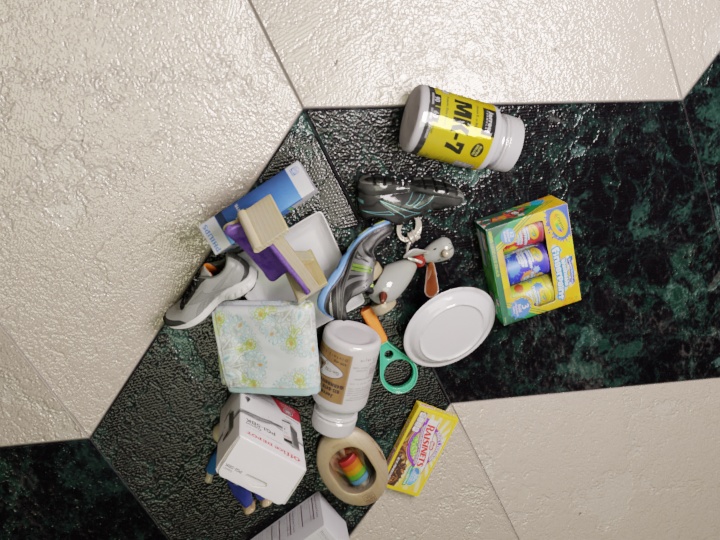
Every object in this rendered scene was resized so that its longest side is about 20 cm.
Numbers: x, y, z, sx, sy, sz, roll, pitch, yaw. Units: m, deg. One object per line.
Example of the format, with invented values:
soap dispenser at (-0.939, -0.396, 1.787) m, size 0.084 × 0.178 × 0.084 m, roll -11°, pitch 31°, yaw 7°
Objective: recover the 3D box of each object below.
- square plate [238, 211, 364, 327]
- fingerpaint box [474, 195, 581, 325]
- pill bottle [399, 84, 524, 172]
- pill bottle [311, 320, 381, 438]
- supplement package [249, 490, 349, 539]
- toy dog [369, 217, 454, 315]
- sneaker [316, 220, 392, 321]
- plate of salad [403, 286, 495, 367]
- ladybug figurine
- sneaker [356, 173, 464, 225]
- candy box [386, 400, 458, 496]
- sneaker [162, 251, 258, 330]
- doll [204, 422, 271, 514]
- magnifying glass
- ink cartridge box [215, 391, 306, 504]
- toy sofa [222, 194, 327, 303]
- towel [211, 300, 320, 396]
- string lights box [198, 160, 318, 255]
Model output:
square plate at (-0.118, 0.019, 1.177) m, size 0.197 × 0.029 × 0.201 m, roll -27°, pitch 110°, yaw -1°
fingerpaint box at (0.324, -0.019, 1.217) m, size 0.163 × 0.074 × 0.204 m, roll -17°, pitch 110°, yaw -4°
pill bottle at (0.175, -0.241, 1.097) m, size 0.195 × 0.115 × 0.117 m, roll 11°, pitch 106°, yaw -14°
pill bottle at (-0.034, 0.209, 1.208) m, size 0.111 × 0.115 × 0.205 m, roll 8°, pitch 110°, yaw -12°
supplement package at (-0.130, 0.584, 1.318) m, size 0.198 × 0.110 × 0.115 m, roll -36°, pitch 111°, yaw 3°
toy dog at (0.085, 0.006, 1.172) m, size 0.131 × 0.097 × 0.201 m, roll 38°, pitch 99°, yaw -19°
sneaker at (0.000, 0.000, 1.134) m, size 0.082 × 0.071 × 0.202 m, roll 32°, pitch 91°, yaw 2°
plate of salad at (0.173, 0.108, 1.242) m, size 0.195 × 0.048 × 0.204 m, roll -12°, pitch 130°, yaw -14°
ladybug figurine at (-0.017, 0.393, 1.295) m, size 0.134 × 0.072 × 0.203 m, roll -27°, pitch 110°, yaw 0°
sneaker at (0.089, -0.127, 1.149) m, size 0.194 × 0.076 × 0.081 m, roll 4°, pitch 115°, yaw -1°
candy box at (0.121, 0.380, 1.340) m, size 0.100 × 0.026 × 0.203 m, roll 20°, pitch 104°, yaw -19°
sneaker at (-0.275, 0.032, 1.113) m, size 0.198 × 0.075 × 0.080 m, roll -33°, pitch 124°, yaw 15°
doll at (-0.248, 0.395, 1.268) m, size 0.134 × 0.049 × 0.204 m, roll -20°, pitch 111°, yaw -4°
magnifying glass at (0.052, 0.159, 1.257) m, size 0.078 × 0.022 × 0.203 m, roll -27°, pitch 109°, yaw 0°
ink cartridge box at (-0.184, 0.313, 1.171) m, size 0.145 × 0.200 × 0.084 m, roll 33°, pitch 100°, yaw -19°
toy sofa at (-0.137, -0.023, 1.046) m, size 0.096 × 0.084 × 0.201 m, roll -31°, pitch 148°, yaw 0°
towel at (-0.172, 0.142, 1.156) m, size 0.195 × 0.048 × 0.176 m, roll -1°, pitch 108°, yaw 13°
string lights box at (-0.170, -0.105, 1.082) m, size 0.198 × 0.103 × 0.060 m, roll -33°, pitch 94°, yaw 2°
